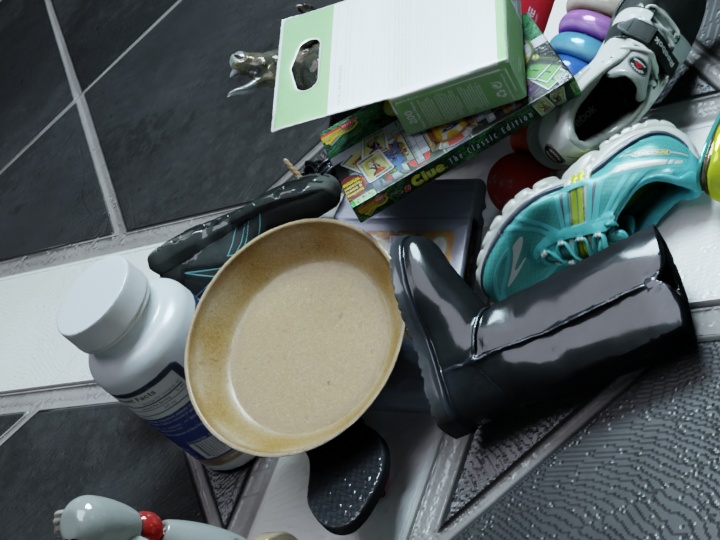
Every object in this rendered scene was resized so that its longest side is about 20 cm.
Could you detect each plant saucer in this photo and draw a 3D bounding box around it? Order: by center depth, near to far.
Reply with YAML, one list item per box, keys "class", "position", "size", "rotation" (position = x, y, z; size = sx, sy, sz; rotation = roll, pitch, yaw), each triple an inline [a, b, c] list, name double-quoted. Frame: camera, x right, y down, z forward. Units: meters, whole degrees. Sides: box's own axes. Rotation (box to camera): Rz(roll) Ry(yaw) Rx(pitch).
- class: "plant saucer"
  position: [-0.047, 0.056, 1.214]
  size: [0.200, 0.035, 0.201]
  rotation: [-13, 62, 25]

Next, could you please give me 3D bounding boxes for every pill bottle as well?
- class: "pill bottle"
  position: [-0.162, 0.077, 1.313]
  size: [0.111, 0.200, 0.111]
  rotation: [-29, 37, 25]

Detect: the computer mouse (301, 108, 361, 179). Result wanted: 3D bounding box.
- class: "computer mouse"
  position: [-0.003, -0.167, 1.473]
  size: [0.200, 0.046, 0.140]
  rotation: [-60, 16, 0]

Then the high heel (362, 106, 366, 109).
- class: "high heel"
  position: [0.058, -0.173, 1.294]
  size: [0.096, 0.067, 0.200]
  rotation: [-30, 39, 42]

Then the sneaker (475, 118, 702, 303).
- class: "sneaker"
  position: [0.173, -0.036, 1.174]
  size: [0.200, 0.077, 0.080]
  rotation: [-38, 46, 17]

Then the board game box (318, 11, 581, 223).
- class: "board game box"
  position: [0.068, -0.124, 1.218]
  size: [0.200, 0.023, 0.105]
  rotation: [-31, 40, 5]

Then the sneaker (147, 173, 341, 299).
- class: "sneaker"
  position: [-0.091, -0.022, 1.330]
  size: [0.200, 0.079, 0.075]
  rotation: [-25, 5, 30]

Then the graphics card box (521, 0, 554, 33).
- class: "graphics card box"
  position: [0.089, -0.172, 1.374]
  size: [0.200, 0.051, 0.126]
  rotation: [-34, 31, 53]

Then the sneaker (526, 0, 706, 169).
- class: "sneaker"
  position: [0.220, -0.161, 1.211]
  size: [0.200, 0.074, 0.089]
  rotation: [-53, 11, -6]

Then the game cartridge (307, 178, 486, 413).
- class: "game cartridge"
  position: [0.026, 0.017, 1.244]
  size: [0.133, 0.042, 0.200]
  rotation: [2, 66, 19]

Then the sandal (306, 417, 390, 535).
- class: "sandal"
  position: [-0.007, 0.154, 1.212]
  size: [0.075, 0.045, 0.200]
  rotation: [-38, 19, 4]

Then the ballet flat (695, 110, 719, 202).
- class: "ballet flat"
  position: [0.306, -0.134, 1.143]
  size: [0.067, 0.067, 0.200]
  rotation: [7, 61, 27]

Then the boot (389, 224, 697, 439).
- class: "boot"
  position: [0.131, 0.014, 1.121]
  size: [0.200, 0.066, 0.165]
  rotation: [-26, 70, 26]

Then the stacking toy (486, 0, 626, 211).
- class: "stacking toy"
  position: [0.169, -0.134, 1.278]
  size: [0.085, 0.085, 0.200]
  rotation: [15, 72, 54]

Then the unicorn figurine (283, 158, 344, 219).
- class: "unicorn figurine"
  position: [0.000, 0.000, 1.328]
  size: [0.200, 0.074, 0.138]
  rotation: [16, 69, 26]

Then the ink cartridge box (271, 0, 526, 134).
- class: "ink cartridge box"
  position: [0.031, -0.173, 1.233]
  size: [0.200, 0.048, 0.146]
  rotation: [-16, 45, 19]

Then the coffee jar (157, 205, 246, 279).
- class: "coffee jar"
  position: [-0.128, 0.022, 1.420]
  size: [0.200, 0.104, 0.085]
  rotation: [-37, -10, 16]

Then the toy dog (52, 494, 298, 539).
- class: "toy dog"
  position: [-0.141, 0.237, 1.162]
  size: [0.132, 0.200, 0.097]
  rotation: [140, 138, -60]

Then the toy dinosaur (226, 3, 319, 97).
- class: "toy dinosaur"
  position: [-0.024, -0.195, 1.443]
  size: [0.200, 0.077, 0.102]
  rotation: [10, 83, 32]

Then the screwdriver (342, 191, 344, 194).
- class: "screwdriver"
  position: [-0.021, -0.071, 1.464]
  size: [0.029, 0.028, 0.200]
  rotation: [36, 87, 28]
